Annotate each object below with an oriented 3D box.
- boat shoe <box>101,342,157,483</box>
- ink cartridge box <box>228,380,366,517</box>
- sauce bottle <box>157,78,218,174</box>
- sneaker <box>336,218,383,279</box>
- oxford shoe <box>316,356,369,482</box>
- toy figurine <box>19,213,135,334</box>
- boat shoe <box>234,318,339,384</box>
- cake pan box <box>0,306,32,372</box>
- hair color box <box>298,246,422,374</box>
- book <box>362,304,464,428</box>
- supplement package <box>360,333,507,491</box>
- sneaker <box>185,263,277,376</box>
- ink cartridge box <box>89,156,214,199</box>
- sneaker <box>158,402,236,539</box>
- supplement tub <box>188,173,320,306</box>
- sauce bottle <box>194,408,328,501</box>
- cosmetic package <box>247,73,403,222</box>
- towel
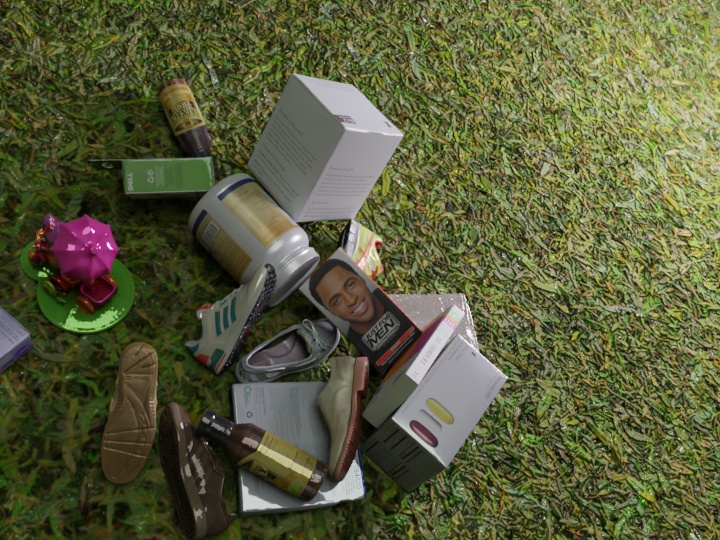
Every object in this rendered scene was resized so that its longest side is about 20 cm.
[{"bbox_3d":[-0.334,0.209,1.044,0.073,0.069,0.202,11,79,-10],"label":"boat shoe"},{"bbox_3d":[-0.101,0.274,1.110,0.198,0.041,0.201,2,61,-21],"label":"ink cartridge box"},{"bbox_3d":[-0.320,-0.266,1.328,0.066,0.066,0.201,-19,71,-29],"label":"sauce bottle"},{"bbox_3d":[0.000,0.000,1.288,0.090,0.078,0.201,21,58,-16],"label":"sneaker"},{"bbox_3d":[-0.034,0.229,1.109,0.073,0.071,0.201,5,57,9],"label":"oxford shoe"},{"bbox_3d":[-0.436,-0.025,1.072,0.200,0.184,0.150,38,55,5],"label":"toy figurine"},{"bbox_3d":[-0.113,0.131,1.173,0.201,0.065,0.075,-20,70,-32],"label":"boat shoe"},{"bbox_3d":[-0.615,0.098,1.014,0.200,0.052,0.184,39,54,4],"label":"cake pan box"},{"bbox_3d":[-0.001,0.066,1.189,0.200,0.061,0.102,45,88,-2],"label":"hair color box"},{"bbox_3d":[0.087,0.148,1.131,0.048,0.134,0.200,40,41,4],"label":"book"},{"bbox_3d":[0.119,0.232,1.147,0.111,0.156,0.200,41,55,5],"label":"supplement package"},{"bbox_3d":[-0.211,0.065,1.120,0.093,0.201,0.070,30,13,6],"label":"sneaker"},{"bbox_3d":[-0.352,-0.156,1.212,0.198,0.104,0.060,-3,91,-12],"label":"ink cartridge box"},{"bbox_3d":[-0.242,0.291,1.044,0.075,0.070,0.201,0,63,-42],"label":"sneaker"},{"bbox_3d":[-0.180,-0.051,1.207,0.200,0.145,0.144,45,56,8],"label":"supplement tub"},{"bbox_3d":[-0.147,0.266,1.034,0.199,0.065,0.065,29,55,-2],"label":"sauce bottle"},{"bbox_3d":[-0.065,-0.216,1.270,0.164,0.201,0.165,-7,47,-50],"label":"cosmetic package"},{"bbox_3d":[0.117,0.104,1.296,0.198,0.035,0.133,1,60,-18],"label":"towel"}]
